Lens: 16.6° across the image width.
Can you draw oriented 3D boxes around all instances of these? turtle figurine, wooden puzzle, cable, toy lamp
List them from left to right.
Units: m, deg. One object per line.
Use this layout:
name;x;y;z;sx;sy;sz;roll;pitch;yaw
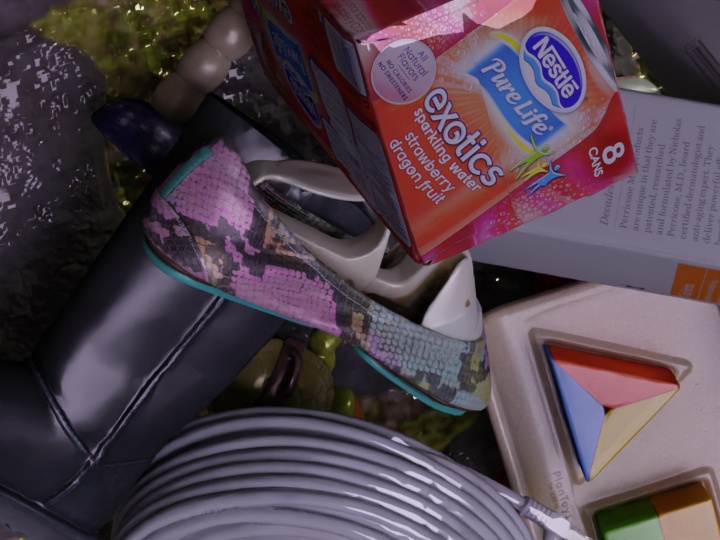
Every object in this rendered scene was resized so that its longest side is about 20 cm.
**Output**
turtle figurine;-0.059;0.054;1.142;0.161;0.065;0.200;28;112;-27
toy lamp;-0.037;-0.128;1.070;0.058;0.058;0.200;36;95;-35
cable;-0.020;0.142;1.127;0.199;0.070;0.200;31;137;-22
wooden puzzle;0.168;0.082;1.150;0.199;0.046;0.186;-18;103;-3

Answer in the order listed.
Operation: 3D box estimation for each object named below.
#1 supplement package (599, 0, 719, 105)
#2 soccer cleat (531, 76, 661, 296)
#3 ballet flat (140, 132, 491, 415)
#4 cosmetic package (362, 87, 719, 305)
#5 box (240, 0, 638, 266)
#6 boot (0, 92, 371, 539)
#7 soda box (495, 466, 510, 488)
supplement package;0.194;-0.185;1.048;0.200;0.191;0.147;-39;91;-4
soccer cleat;0.116;-0.001;1.204;0.085;0.069;0.201;-20;120;-21
ballet flat;0.000;0.000;1.019;0.199;0.069;0.071;28;109;-37
cosmetic package;0.106;-0.036;1.079;0.199;0.101;0.072;11;81;7
box;0.019;-0.099;0.956;0.095;0.200;0.100;-23;121;-9
boot;-0.111;0.010;1.035;0.200;0.066;0.165;-47;133;8
soda box;0.170;0.106;1.224;0.199;0.064;0.070;-19;154;-2
